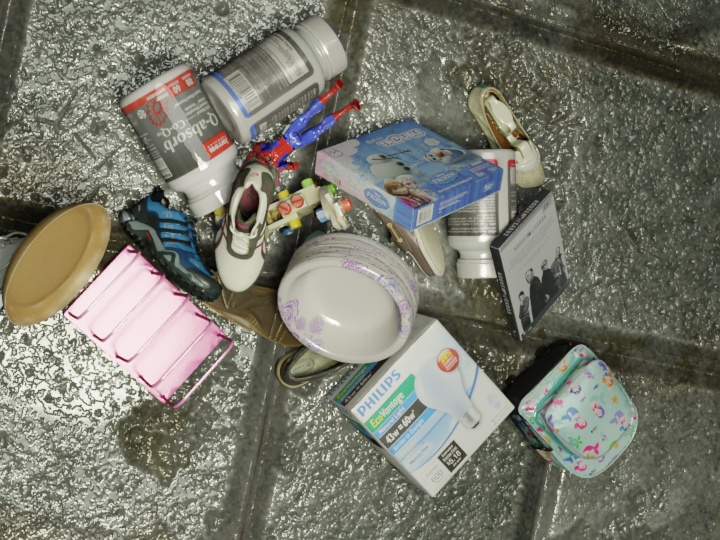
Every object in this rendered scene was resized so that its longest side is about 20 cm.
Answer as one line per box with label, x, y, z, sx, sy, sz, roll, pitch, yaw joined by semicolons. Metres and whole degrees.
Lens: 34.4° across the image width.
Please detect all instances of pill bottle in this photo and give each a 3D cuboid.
pill bottle;0.191;-0.090;1.834;0.110;0.111;0.201;-3;94;-19
pill bottle;-0.125;-0.285;1.711;0.200;0.114;0.114;-36;104;-15
pill bottle;-0.248;-0.186;1.672;0.116;0.116;0.200;-34;103;-15

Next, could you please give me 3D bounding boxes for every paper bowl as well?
paper bowl;-0.013;0.031;1.689;0.201;0.201;0.104;39;39;-17

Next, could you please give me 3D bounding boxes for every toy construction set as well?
toy construction set;-0.105;-0.088;1.708;0.199;0.131;0.092;-10;84;13

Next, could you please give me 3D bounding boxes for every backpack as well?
backpack;0.355;0.234;1.896;0.178;0.151;0.200;-43;110;-14

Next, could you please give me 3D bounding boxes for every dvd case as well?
dvd case;0.272;-0.008;1.845;0.150;0.025;0.200;-45;135;-29

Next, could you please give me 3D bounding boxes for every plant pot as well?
plant pot;-0.422;-0.013;1.597;0.027;0.200;0.200;34;80;16

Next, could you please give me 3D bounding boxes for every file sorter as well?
file sorter;-0.299;0.082;1.664;0.200;0.125;0.139;45;78;-16

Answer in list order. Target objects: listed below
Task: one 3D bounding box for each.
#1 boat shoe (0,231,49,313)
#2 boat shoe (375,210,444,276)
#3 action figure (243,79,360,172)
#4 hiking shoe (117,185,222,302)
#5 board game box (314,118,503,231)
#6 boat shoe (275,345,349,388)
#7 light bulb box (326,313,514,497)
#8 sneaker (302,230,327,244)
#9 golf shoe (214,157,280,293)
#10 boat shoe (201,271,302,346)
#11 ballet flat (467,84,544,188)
boat shoe;-0.494;-0.018;1.625;0.086;0.075;0.202;41;87;-7
boat shoe;0.068;-0.070;1.819;0.059;0.072;0.200;-20;117;24
action figure;-0.096;-0.191;1.706;0.200;0.099;0.065;-36;106;19
hiking shoe;-0.258;-0.040;1.658;0.087;0.074;0.200;-43;72;-13
board game box;0.072;-0.147;1.718;0.200;0.199;0.043;-25;134;-39
boat shoe;-0.035;0.120;1.789;0.201;0.066;0.072;-30;99;-16
light bulb box;0.092;0.203;1.808;0.198;0.125;0.200;-46;107;-11
sneaker;0.000;0.000;1.786;0.200;0.074;0.082;33;45;-13
golf shoe;-0.167;-0.055;1.618;0.077;0.088;0.201;12;111;1
boat shoe;-0.162;0.052;1.741;0.200;0.066;0.074;32;81;-30
ballet flat;0.239;-0.212;1.870;0.067;0.062;0.200;-42;105;-12
